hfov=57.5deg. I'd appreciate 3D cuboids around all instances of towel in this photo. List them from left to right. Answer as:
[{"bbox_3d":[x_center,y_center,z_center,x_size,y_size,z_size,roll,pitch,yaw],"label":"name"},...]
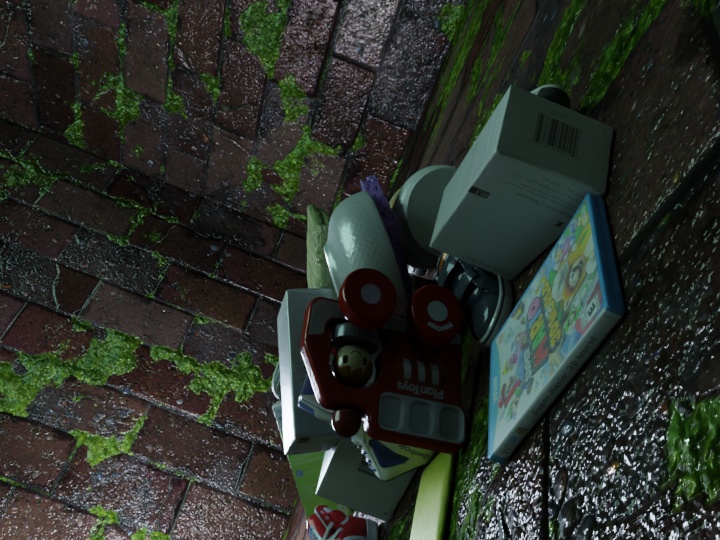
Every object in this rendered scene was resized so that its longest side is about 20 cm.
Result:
[{"bbox_3d":[-0.064,-0.023,1.062,0.200,0.035,0.154,-126,35,-74],"label":"towel"},{"bbox_3d":[0.074,0.292,0.701,0.087,0.018,0.203,120,170,-46],"label":"towel"}]

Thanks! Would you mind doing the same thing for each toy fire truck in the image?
[{"bbox_3d":[0.028,0.106,0.735,0.113,0.194,0.172,121,158,-55],"label":"toy fire truck"}]

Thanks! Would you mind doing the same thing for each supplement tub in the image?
[{"bbox_3d":[0.114,-0.078,0.999,0.200,0.142,0.150,162,128,-86],"label":"supplement tub"}]

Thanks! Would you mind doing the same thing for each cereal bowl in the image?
[{"bbox_3d":[0.000,0.000,0.910,0.200,0.081,0.206,162,91,-86],"label":"cereal bowl"}]

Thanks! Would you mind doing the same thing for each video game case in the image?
[{"bbox_3d":[0.161,0.053,0.573,0.145,0.017,0.203,-76,6,-49],"label":"video game case"}]

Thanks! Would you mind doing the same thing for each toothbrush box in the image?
[{"bbox_3d":[-0.058,0.293,1.106,0.145,0.084,0.206,-26,-80,-73],"label":"toothbrush box"}]

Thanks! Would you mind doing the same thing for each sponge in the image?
[{"bbox_3d":[0.043,-0.028,0.979,0.113,0.029,0.203,-114,8,-46],"label":"sponge"}]

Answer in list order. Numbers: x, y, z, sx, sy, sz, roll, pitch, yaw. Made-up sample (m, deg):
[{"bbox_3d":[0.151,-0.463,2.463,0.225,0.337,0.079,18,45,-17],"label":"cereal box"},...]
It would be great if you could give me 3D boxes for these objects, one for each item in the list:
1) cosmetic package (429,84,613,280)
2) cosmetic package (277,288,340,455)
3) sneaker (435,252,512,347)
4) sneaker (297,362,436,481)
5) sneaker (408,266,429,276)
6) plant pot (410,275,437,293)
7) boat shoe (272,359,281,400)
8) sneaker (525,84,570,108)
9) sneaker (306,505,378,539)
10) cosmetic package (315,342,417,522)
[{"bbox_3d":[0.153,-0.078,0.665,0.201,0.110,0.083,113,176,-63],"label":"cosmetic package"},{"bbox_3d":[-0.071,0.138,0.901,0.102,0.072,0.206,119,147,-61],"label":"cosmetic package"},{"bbox_3d":[0.131,0.015,0.791,0.201,0.077,0.080,-81,12,-62],"label":"sneaker"},{"bbox_3d":[0.013,0.197,0.798,0.081,0.193,0.118,-65,-11,-54],"label":"sneaker"},{"bbox_3d":[0.130,-0.035,1.265,0.200,0.072,0.110,-105,20,-79],"label":"sneaker"},{"bbox_3d":[0.022,0.078,1.193,0.200,0.193,0.206,-160,90,-87],"label":"plant pot"},{"bbox_3d":[-0.065,0.133,1.000,0.200,0.073,0.062,-44,18,11],"label":"boat shoe"},{"bbox_3d":[0.201,-0.192,0.794,0.201,0.073,0.119,112,175,-71],"label":"sneaker"},{"bbox_3d":[-0.029,0.401,0.921,0.200,0.109,0.073,-108,39,-84],"label":"sneaker"},{"bbox_3d":[0.030,0.209,0.969,0.202,0.120,0.203,-73,4,-58],"label":"cosmetic package"}]
